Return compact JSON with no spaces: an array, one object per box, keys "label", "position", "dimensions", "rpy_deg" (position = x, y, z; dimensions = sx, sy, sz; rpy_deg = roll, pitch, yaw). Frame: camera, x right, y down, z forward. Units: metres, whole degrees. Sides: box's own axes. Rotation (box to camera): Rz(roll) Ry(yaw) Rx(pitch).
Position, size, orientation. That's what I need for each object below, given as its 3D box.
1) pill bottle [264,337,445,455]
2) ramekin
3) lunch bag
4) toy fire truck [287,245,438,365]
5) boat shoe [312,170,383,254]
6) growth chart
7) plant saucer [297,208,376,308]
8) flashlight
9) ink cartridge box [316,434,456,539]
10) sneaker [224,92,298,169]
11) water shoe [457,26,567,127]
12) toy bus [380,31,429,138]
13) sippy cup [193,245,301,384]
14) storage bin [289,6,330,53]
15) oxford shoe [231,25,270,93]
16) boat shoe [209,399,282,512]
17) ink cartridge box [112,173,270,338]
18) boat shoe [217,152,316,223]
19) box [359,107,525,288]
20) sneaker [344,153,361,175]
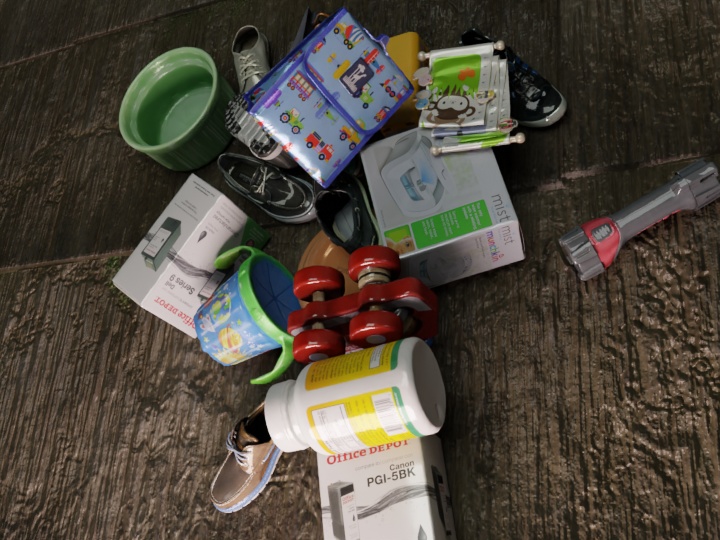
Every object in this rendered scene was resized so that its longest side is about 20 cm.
[{"label":"pill bottle","position":[-0.009,0.155,1.051],"dimensions":[0.198,0.113,0.114],"rpy_deg":[-17,59,22]},{"label":"ramekin","position":[-0.302,-0.268,1.513],"dimensions":[0.198,0.098,0.202],"rpy_deg":[-12,61,23]},{"label":"lunch bag","position":[-0.034,-0.241,1.195],"dimensions":[0.200,0.150,0.094],"rpy_deg":[-43,26,9]},{"label":"toy fire truck","position":[0.011,0.065,1.125],"dimensions":[0.198,0.168,0.113],"rpy_deg":[-18,57,26]},{"label":"boat shoe","position":[-0.033,-0.087,1.243],"dimensions":[0.074,0.066,0.200],"rpy_deg":[-44,47,23]},{"label":"growth chart","position":[0.140,-0.234,1.202],"dimensions":[0.143,0.018,0.202],"rpy_deg":[-11,56,13]},{"label":"plant saucer","position":[0.000,0.000,1.251],"dimensions":[0.198,0.032,0.202],"rpy_deg":[-10,59,17]},{"label":"flashlight","position":[0.346,-0.062,1.096],"dimensions":[0.199,0.068,0.068],"rpy_deg":[-30,22,6]},{"label":"ink cartridge box","position":[0.032,0.302,1.065],"dimensions":[0.145,0.083,0.202],"rpy_deg":[-19,59,18]},{"label":"sneaker","position":[-0.154,-0.215,1.419],"dimensions":[0.067,0.090,0.200],"rpy_deg":[-49,44,7]},{"label":"water shoe","position":[0.206,-0.273,1.261],"dimensions":[0.072,0.079,0.200],"rpy_deg":[-46,54,0]},{"label":"toy bus","position":[0.070,-0.246,1.319],"dimensions":[0.064,0.078,0.202],"rpy_deg":[-10,62,23]},{"label":"sippy cup","position":[-0.161,0.066,1.264],"dimensions":[0.130,0.140,0.179],"rpy_deg":[-32,30,23]},{"label":"storage bin","position":[-0.040,-0.292,1.317],"dimensions":[0.201,0.133,0.146],"rpy_deg":[-89,22,-54]},{"label":"oxford shoe","position":[-0.182,-0.335,1.509],"dimensions":[0.074,0.058,0.202],"rpy_deg":[-18,61,14]},{"label":"boat shoe","position":[-0.145,0.232,1.199],"dimensions":[0.072,0.072,0.201],"rpy_deg":[31,83,35]},{"label":"ink cartridge box","position":[-0.250,-0.018,1.334],"dimensions":[0.084,0.146,0.201],"rpy_deg":[32,84,34]},{"label":"boat shoe","position":[-0.148,-0.128,1.376],"dimensions":[0.199,0.071,0.073],"rpy_deg":[22,82,32]},{"label":"box","position":[0.108,-0.091,1.192],"dimensions":[0.175,0.097,0.202],"rpy_deg":[-17,56,7]},{"label":"sneaker","position":[-0.068,-0.204,1.370],"dimensions":[0.077,0.080,0.201],"rpy_deg":[-39,55,5]}]
